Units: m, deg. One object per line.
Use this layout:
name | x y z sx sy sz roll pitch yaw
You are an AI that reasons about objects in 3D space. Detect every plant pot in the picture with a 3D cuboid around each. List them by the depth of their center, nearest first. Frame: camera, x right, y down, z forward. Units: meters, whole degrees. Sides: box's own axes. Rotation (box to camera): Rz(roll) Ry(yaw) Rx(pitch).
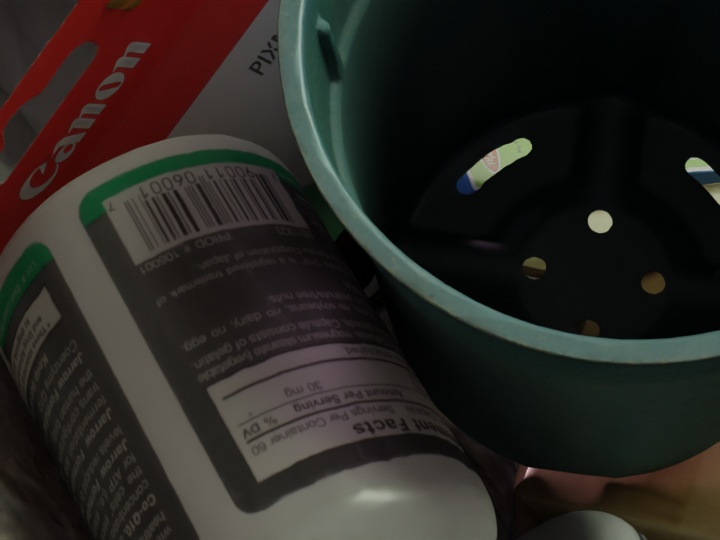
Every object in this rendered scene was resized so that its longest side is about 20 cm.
plant pot | 0.079 -0.031 0.756 0.200 0.200 0.196 53 -12 19

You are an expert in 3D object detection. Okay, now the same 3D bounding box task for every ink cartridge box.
ink cartridge box | -0.053 -0.037 0.796 0.050 0.161 0.200 44 19 16

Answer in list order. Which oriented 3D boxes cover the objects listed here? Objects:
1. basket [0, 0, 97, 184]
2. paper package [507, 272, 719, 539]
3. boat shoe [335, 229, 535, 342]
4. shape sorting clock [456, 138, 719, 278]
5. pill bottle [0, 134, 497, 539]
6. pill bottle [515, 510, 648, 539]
basket | -0.145 -0.096 0.777 0.123 0.136 0.200 49 21 20
paper package | 0.163 0.075 0.897 0.190 0.104 0.200 11 41 13
boat shoe | 0.002 -0.004 0.965 0.202 0.075 0.086 26 28 -36
shape sorting clock | 0.068 -0.081 0.943 0.200 0.039 0.200 11 55 -16
pill bottle | -0.028 0.065 0.726 0.113 0.113 0.200 18 35 -51
pill bottle | 0.116 0.180 0.790 0.200 0.112 0.112 41 21 -13
